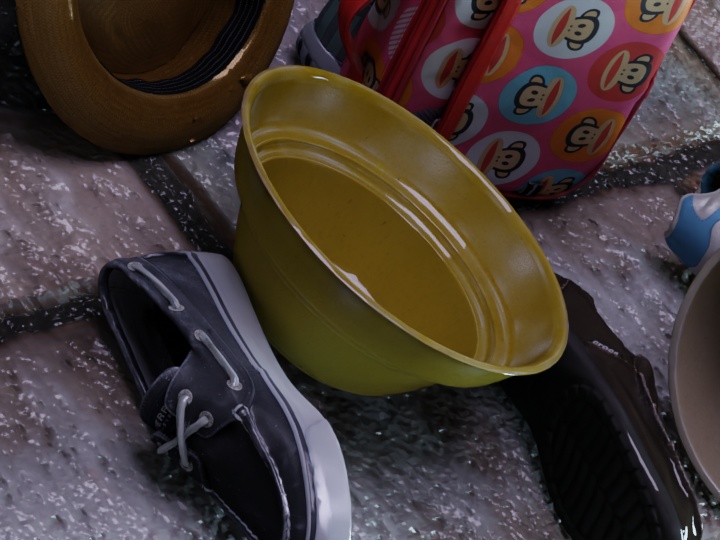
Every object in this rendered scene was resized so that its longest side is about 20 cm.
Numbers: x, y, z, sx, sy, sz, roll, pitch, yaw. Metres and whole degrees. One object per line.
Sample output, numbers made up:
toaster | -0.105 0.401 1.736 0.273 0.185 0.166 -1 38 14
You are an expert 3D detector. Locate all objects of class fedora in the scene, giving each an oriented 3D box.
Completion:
fedora | -0.118 -0.157 1.357 0.082 0.201 0.200 19 27 38

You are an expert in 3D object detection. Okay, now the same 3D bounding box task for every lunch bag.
lunch bag | 0.074 -0.132 1.402 0.176 0.200 0.082 5 44 -25

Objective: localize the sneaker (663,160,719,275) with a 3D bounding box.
sneaker | 0.245 -0.049 1.525 0.081 0.077 0.200 34 36 11

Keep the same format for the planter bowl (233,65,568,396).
planter bowl | 0.000 0.000 1.282 0.200 0.083 0.201 32 28 -19

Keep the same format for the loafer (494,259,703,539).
loafer | 0.127 0.070 1.319 0.071 0.073 0.200 -1 48 -31

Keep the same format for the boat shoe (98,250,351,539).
boat shoe | -0.068 0.065 1.201 0.068 0.072 0.200 3 44 -34

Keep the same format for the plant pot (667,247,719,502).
plant pot | 0.285 0.040 1.395 0.187 0.188 0.200 42 26 13

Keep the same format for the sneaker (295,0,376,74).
sneaker | 0.064 -0.141 1.494 0.199 0.088 0.075 -6 51 -37
